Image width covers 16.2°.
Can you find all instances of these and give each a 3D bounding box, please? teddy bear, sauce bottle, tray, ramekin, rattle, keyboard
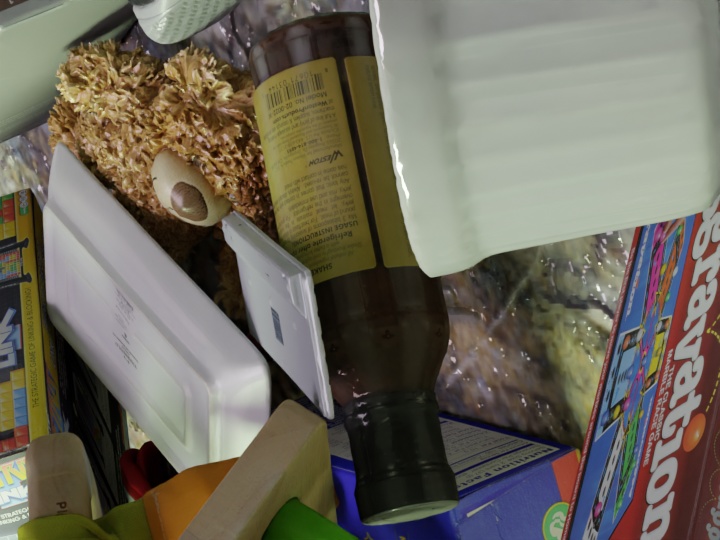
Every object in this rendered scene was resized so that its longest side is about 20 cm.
[{"bbox_3d":[-0.092,-0.044,1.184,0.199,0.067,0.146,18,130,53],"label":"teddy bear"},{"bbox_3d":[0.000,0.000,1.013,0.065,0.064,0.202,145,119,-61],"label":"sauce bottle"},{"bbox_3d":[-0.101,0.034,1.172,0.200,0.022,0.108,44,142,42],"label":"tray"},{"bbox_3d":[0.056,-0.103,0.782,0.200,0.097,0.202,-6,-90,-85],"label":"ramekin"},{"bbox_3d":[-0.084,0.156,1.154,0.130,0.142,0.201,54,161,44],"label":"rattle"},{"bbox_3d":[-0.033,0.014,1.022,0.200,0.011,0.057,-143,37,-77],"label":"keyboard"}]

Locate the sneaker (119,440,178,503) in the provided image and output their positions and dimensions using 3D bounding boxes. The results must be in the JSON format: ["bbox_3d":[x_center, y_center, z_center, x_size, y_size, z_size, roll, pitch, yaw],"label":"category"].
[{"bbox_3d":[-0.075,0.143,1.282,0.200,0.078,0.117,109,152,-80],"label":"sneaker"}]

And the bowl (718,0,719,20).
[{"bbox_3d":[0.186,-0.094,0.683,0.200,0.074,0.201,27,134,49],"label":"bowl"}]

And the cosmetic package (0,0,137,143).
[{"bbox_3d":[-0.173,-0.127,1.218,0.091,0.106,0.200,59,149,8],"label":"cosmetic package"}]

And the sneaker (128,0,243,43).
[{"bbox_3d":[-0.081,-0.188,1.048,0.115,0.075,0.200,53,152,15],"label":"sneaker"}]

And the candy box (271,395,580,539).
[{"bbox_3d":[0.030,0.151,1.122,0.199,0.077,0.170,11,118,57],"label":"candy box"}]

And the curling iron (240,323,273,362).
[{"bbox_3d":[-0.039,0.039,1.197,0.200,0.025,0.050,-11,83,63],"label":"curling iron"}]

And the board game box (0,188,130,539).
[{"bbox_3d":[-0.161,0.085,1.283,0.201,0.056,0.166,-103,-5,-52],"label":"board game box"}]

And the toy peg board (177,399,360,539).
[{"bbox_3d":[-0.040,0.190,0.970,0.097,0.200,0.200,29,156,18],"label":"toy peg board"}]

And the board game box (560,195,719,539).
[{"bbox_3d":[0.105,0.032,0.824,0.019,0.201,0.103,23,152,-14],"label":"board game box"}]
